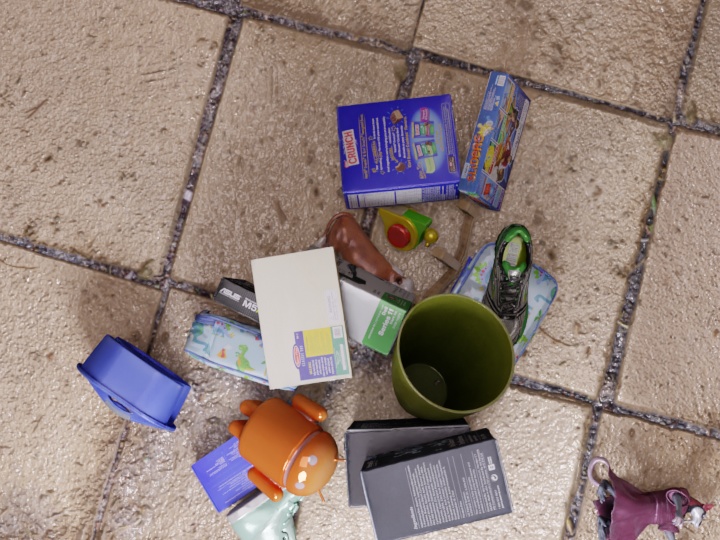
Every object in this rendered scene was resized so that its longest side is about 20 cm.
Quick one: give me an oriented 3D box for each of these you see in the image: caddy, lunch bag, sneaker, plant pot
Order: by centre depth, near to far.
[{"bbox_3d":[0.124,0.162,1.594,0.184,0.200,0.190,5,65,-11],"label":"plant pot"},{"bbox_3d":[0.234,0.023,1.611,0.077,0.085,0.203,4,88,7],"label":"sneaker"},{"bbox_3d":[-0.187,0.133,1.668,0.197,0.161,0.084,19,84,2],"label":"lunch bag"},{"bbox_3d":[0.224,0.062,1.691,0.160,0.082,0.202,31,89,5],"label":"lunch bag"},{"bbox_3d":[-0.382,0.196,1.693,0.199,0.141,0.106,33,84,6],"label":"caddy"},{"bbox_3d":[-0.113,0.405,1.699,0.199,0.074,0.119,-33,92,-2],"label":"sneaker"}]

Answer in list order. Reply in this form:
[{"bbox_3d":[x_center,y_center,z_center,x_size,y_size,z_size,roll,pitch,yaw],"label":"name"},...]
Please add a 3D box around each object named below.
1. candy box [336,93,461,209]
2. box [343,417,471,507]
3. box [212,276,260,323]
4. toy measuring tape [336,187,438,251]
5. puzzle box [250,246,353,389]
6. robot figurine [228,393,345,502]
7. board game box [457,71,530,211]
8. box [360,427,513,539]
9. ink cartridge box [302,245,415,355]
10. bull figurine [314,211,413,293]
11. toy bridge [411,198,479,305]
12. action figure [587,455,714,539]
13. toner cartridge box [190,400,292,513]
[{"bbox_3d":[0.063,-0.199,1.700,0.197,0.077,0.172,-5,67,2],"label":"candy box"},{"bbox_3d":[0.079,0.304,1.627,0.197,0.197,0.126,-3,87,3],"label":"box"},{"bbox_3d":[-0.131,0.072,1.655,0.191,0.200,0.048,24,90,6],"label":"box"},{"bbox_3d":[0.044,-0.083,1.729,0.198,0.073,0.074,23,88,21],"label":"toy measuring tape"},{"bbox_3d":[-0.089,0.073,1.538,0.131,0.025,0.203,-8,90,5],"label":"puzzle box"},{"bbox_3d":[-0.117,0.282,1.626,0.199,0.117,0.144,32,56,21],"label":"robot figurine"},{"bbox_3d":[0.226,-0.212,1.682,0.034,0.135,0.203,15,86,27],"label":"board game box"},{"bbox_3d":[0.108,0.307,1.453,0.197,0.148,0.109,-15,86,2],"label":"box"},{"bbox_3d":[-0.021,0.044,1.620,0.198,0.147,0.084,25,102,4],"label":"ink cartridge box"},{"bbox_3d":[0.000,0.000,1.718,0.121,0.065,0.201,-38,84,3],"label":"bull figurine"},{"bbox_3d":[0.147,-0.018,1.709,0.027,0.067,0.202,25,86,39],"label":"toy bridge"},{"bbox_3d":[0.482,0.392,1.663,0.197,0.135,0.150,-4,43,-9],"label":"action figure"},{"bbox_3d":[-0.181,0.317,1.720,0.199,0.043,0.096,-33,85,1],"label":"toner cartridge box"}]
